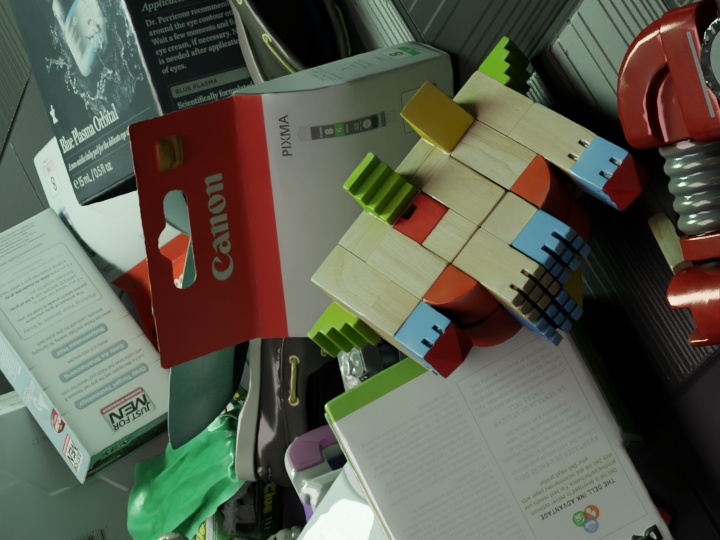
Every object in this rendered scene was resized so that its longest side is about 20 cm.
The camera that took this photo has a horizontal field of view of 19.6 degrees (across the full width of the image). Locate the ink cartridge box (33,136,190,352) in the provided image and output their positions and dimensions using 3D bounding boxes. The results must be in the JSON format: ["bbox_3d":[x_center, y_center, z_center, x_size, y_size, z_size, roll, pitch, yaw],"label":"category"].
[{"bbox_3d":[-0.183,-0.027,1.646,0.163,0.057,0.200,-30,76,59],"label":"ink cartridge box"}]

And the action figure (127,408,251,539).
[{"bbox_3d":[-0.117,0.160,1.579,0.200,0.055,0.118,-43,45,46],"label":"action figure"}]

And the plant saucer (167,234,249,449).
[{"bbox_3d":[-0.099,0.030,1.472,0.201,0.039,0.201,9,-90,-87],"label":"plant saucer"}]

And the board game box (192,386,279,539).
[{"bbox_3d":[-0.100,0.179,1.651,0.105,0.023,0.200,38,136,40],"label":"board game box"}]

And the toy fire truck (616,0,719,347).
[{"bbox_3d":[0.177,-0.041,0.999,0.200,0.129,0.176,-12,96,50],"label":"toy fire truck"}]

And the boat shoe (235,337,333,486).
[{"bbox_3d":[-0.045,0.055,1.443,0.061,0.072,0.201,10,113,7],"label":"boat shoe"}]

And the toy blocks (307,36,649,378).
[{"bbox_3d":[0.071,-0.015,1.131,0.137,0.200,0.100,35,174,43],"label":"toy blocks"}]

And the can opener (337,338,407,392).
[{"bbox_3d":[0.000,0.000,1.368,0.053,0.067,0.200,-37,61,59],"label":"can opener"}]

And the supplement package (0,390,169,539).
[{"bbox_3d":[-0.258,0.176,1.729,0.111,0.200,0.156,-3,104,59],"label":"supplement package"}]

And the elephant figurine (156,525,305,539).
[{"bbox_3d":[-0.068,0.253,1.483,0.200,0.155,0.142,99,169,-84],"label":"elephant figurine"}]

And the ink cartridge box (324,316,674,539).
[{"bbox_3d":[0.092,0.131,1.177,0.200,0.148,0.076,63,-168,11],"label":"ink cartridge box"}]

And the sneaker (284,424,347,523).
[{"bbox_3d":[0.020,0.191,1.380,0.200,0.080,0.088,50,151,41],"label":"sneaker"}]

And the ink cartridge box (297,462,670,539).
[{"bbox_3d":[0.063,0.159,1.243,0.163,0.057,0.200,-57,39,-2],"label":"ink cartridge box"}]

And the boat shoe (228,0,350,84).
[{"bbox_3d":[-0.063,-0.202,1.329,0.061,0.072,0.201,-19,98,61],"label":"boat shoe"}]

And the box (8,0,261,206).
[{"bbox_3d":[-0.144,-0.167,1.429,0.197,0.117,0.200,-20,89,62],"label":"box"}]

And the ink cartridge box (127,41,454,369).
[{"bbox_3d":[-0.031,-0.035,1.238,0.050,0.200,0.161,25,128,51],"label":"ink cartridge box"}]

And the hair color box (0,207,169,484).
[{"bbox_3d":[-0.234,0.058,1.664,0.200,0.099,0.061,52,152,15],"label":"hair color box"}]
